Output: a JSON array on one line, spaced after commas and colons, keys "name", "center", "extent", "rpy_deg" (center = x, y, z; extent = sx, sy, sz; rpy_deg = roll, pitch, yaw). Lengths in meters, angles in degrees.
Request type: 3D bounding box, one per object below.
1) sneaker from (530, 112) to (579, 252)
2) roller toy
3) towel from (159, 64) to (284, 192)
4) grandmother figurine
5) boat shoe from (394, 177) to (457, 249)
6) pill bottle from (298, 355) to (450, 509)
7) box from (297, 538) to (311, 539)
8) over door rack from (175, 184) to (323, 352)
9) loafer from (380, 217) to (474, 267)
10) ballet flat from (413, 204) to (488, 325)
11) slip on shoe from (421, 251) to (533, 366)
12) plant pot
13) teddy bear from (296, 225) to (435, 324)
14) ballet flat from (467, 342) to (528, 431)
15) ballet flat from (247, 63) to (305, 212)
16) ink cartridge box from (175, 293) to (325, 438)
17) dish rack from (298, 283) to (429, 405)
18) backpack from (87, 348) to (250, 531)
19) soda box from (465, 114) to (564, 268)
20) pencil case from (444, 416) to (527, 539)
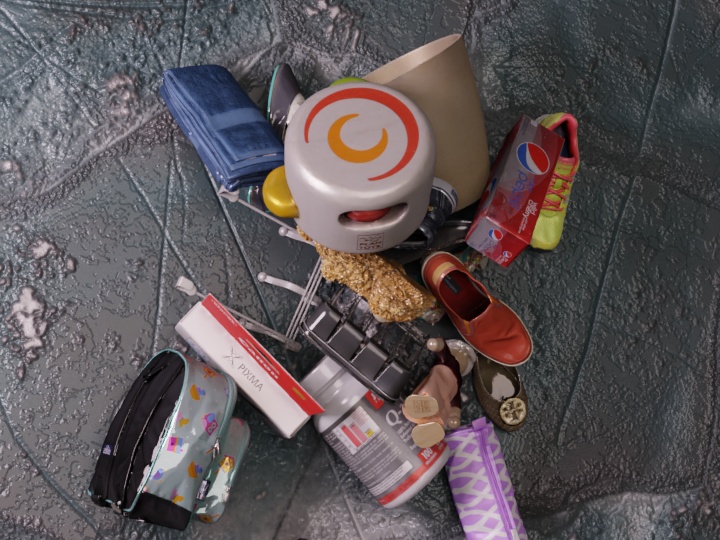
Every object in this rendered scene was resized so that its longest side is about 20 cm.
[{"name": "sneaker", "center": [0.263, -0.128, 1.713], "extent": [0.077, 0.090, 0.203], "rpy_deg": [7, 81, -15]}, {"name": "roller toy", "center": [-0.003, -0.119, 1.497], "extent": [0.181, 0.140, 0.200], "rpy_deg": [32, 62, 16]}, {"name": "towel", "center": [-0.170, -0.187, 1.577], "extent": [0.111, 0.049, 0.201], "rpy_deg": [-14, 54, -35]}, {"name": "grandmother figurine", "center": [0.105, 0.142, 1.591], "extent": [0.060, 0.200, 0.123], "rpy_deg": [1, 110, 18]}, {"name": "boat shoe", "center": [0.021, -0.087, 1.600], "extent": [0.198, 0.071, 0.091], "rpy_deg": [12, 48, 27]}, {"name": "pill bottle", "center": [0.012, 0.195, 1.582], "extent": [0.116, 0.116, 0.200], "rpy_deg": [-42, 91, -16]}, {"name": "box", "center": [-0.096, 0.467, 1.515], "extent": [0.195, 0.117, 0.201], "rpy_deg": [-30, 89, -17]}, {"name": "over door rack", "center": [-0.134, -0.003, 1.593], "extent": [0.199, 0.066, 0.149], "rpy_deg": [31, 74, -29]}, {"name": "loafer", "center": [0.090, -0.030, 1.641], "extent": [0.197, 0.073, 0.073], "rpy_deg": [-7, 89, 16]}, {"name": "ballet flat", "center": [0.134, -0.009, 1.682], "extent": [0.200, 0.075, 0.064], "rpy_deg": [-47, 125, -12]}, {"name": "slip on shoe", "center": [0.155, 0.057, 1.612], "extent": [0.074, 0.061, 0.200], "rpy_deg": [-42, 111, 2]}, {"name": "plant pot", "center": [0.091, -0.180, 1.644], "extent": [0.186, 0.187, 0.202], "rpy_deg": [-31, 104, -17]}, {"name": "teddy bear", "center": [0.000, 0.000, 1.557], "extent": [0.199, 0.145, 0.067], "rpy_deg": [38, 100, 6]}, {"name": "ballet flat", "center": [0.182, 0.120, 1.676], "extent": [0.067, 0.046, 0.203], "rpy_deg": [-14, 85, -15]}, {"name": "ballet flat", "center": [-0.095, -0.172, 1.634], "extent": [0.072, 0.073, 0.203], "rpy_deg": [13, 83, -12]}, {"name": "ink cartridge box", "center": [-0.141, 0.121, 1.523], "extent": [0.200, 0.176, 0.045], "rpy_deg": [46, 76, -4]}, {"name": "dish rack", "center": [0.013, 0.079, 1.577], "extent": [0.153, 0.200, 0.055], "rpy_deg": [40, 107, 0]}, {"name": "backpack", "center": [-0.222, 0.203, 1.493], "extent": [0.152, 0.175, 0.203], "rpy_deg": [19, 79, -27]}, {"name": "soda box", "center": [0.201, -0.104, 1.601], "extent": [0.070, 0.063, 0.201], "rpy_deg": [30, 52, -7]}, {"name": "pencil case", "center": [0.165, 0.297, 1.625], "extent": [0.083, 0.085, 0.202], "rpy_deg": [-18, 86, -18]}]
